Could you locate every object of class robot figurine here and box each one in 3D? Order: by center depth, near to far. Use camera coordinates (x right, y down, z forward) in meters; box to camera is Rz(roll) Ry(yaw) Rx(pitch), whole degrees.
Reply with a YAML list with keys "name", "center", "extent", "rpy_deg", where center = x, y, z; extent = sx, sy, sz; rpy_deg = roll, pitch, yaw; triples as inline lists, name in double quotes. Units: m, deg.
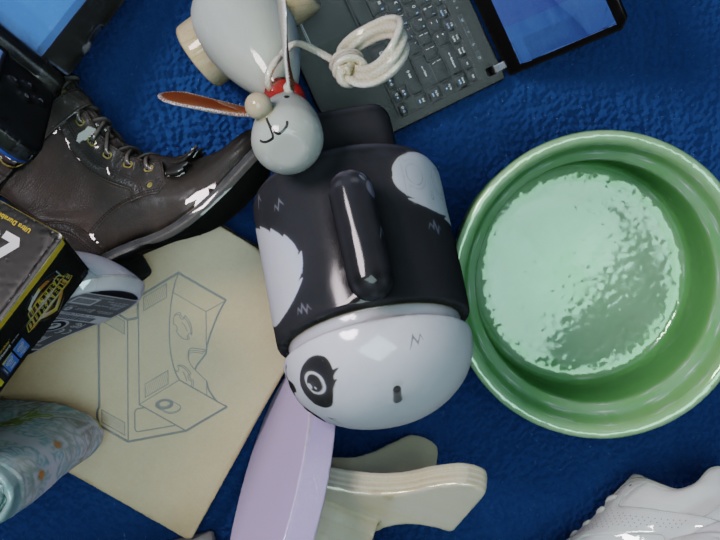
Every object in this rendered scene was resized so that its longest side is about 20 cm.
- name: "robot figurine"
  center: [-0.002, 0.000, 1.032]
  extent: [0.125, 0.150, 0.201]
  rpy_deg: [-24, 67, 32]

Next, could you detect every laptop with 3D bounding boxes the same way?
- name: "laptop"
  center: [0.041, -0.194, 1.080]
  extent: [0.199, 0.103, 0.178]
  rpy_deg: [-25, 96, -1]

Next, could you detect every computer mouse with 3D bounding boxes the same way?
- name: "computer mouse"
  center: [-0.222, 0.028, 1.050]
  extent: [0.200, 0.110, 0.044]
  rpy_deg: [-24, 71, 25]

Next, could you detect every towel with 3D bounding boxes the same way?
- name: "towel"
  center: [-0.282, 0.115, 1.042]
  extent: [0.199, 0.171, 0.048]
  rpy_deg: [2, 101, 9]

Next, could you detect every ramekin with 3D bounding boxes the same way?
- name: "ramekin"
  center: [0.154, 0.005, 1.109]
  extent: [0.199, 0.098, 0.201]
  rpy_deg: [0, 96, -4]

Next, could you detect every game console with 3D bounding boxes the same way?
- name: "game console"
  center: [-0.235, -0.189, 0.988]
  extent: [0.200, 0.171, 0.118]
  rpy_deg: [38, 107, -21]

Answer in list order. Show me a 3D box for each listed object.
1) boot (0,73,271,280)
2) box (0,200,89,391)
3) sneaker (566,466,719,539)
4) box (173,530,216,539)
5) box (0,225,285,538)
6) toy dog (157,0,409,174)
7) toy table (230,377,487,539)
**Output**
- name: "boot"
  center: [-0.170, -0.085, 1.081]
  extent: [0.200, 0.069, 0.174]
  rpy_deg: [-35, 83, 9]
- name: "box"
  center: [-0.284, 0.013, 0.984]
  extent: [0.200, 0.049, 0.160]
  rpy_deg: [27, 71, 27]
- name: "sneaker"
  center: [0.182, 0.193, 1.149]
  extent: [0.199, 0.100, 0.078]
  rpy_deg: [-19, 135, 18]
- name: "box"
  center: [-0.167, 0.305, 1.104]
  extent: [0.198, 0.131, 0.201]
  rpy_deg: [-15, 96, -2]
- name: "box"
  center: [-0.137, 0.059, 1.134]
  extent: [0.163, 0.021, 0.200]
  rpy_deg: [30, 93, -4]
- name: "toy dog"
  center: [-0.072, -0.146, 1.028]
  extent: [0.132, 0.200, 0.096]
  rpy_deg: [-50, 124, -4]
- name: "toy table"
  center: [-0.009, 0.164, 1.081]
  extent: [0.117, 0.184, 0.201]
  rpy_deg: [23, 54, -14]
